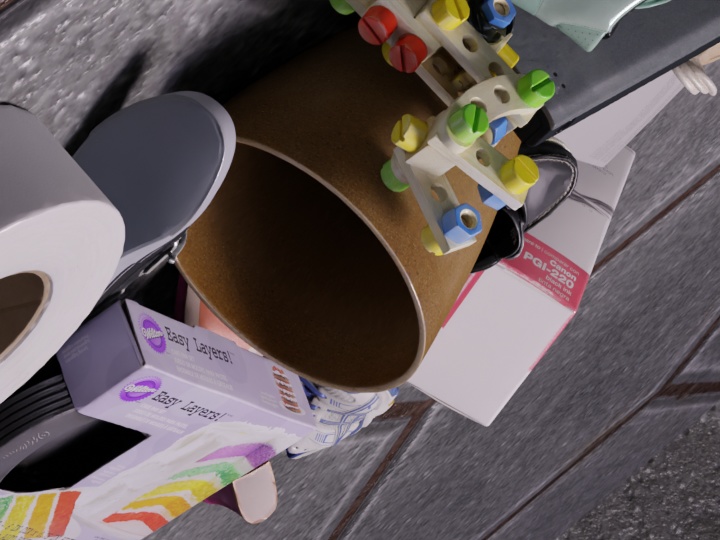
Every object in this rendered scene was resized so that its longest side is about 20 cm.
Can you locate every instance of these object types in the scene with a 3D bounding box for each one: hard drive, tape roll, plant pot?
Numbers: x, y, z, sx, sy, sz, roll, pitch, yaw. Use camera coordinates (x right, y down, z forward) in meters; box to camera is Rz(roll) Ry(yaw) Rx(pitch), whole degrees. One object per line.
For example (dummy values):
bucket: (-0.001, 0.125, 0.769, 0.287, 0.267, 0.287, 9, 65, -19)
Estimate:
hard drive: (0.126, -0.166, 1.422, 0.200, 0.140, 0.033, -30, 170, -41)
tape roll: (-0.216, 0.013, 1.212, 0.202, 0.071, 0.203, -38, 164, -13)
plant pot: (0.012, -0.065, 1.402, 0.200, 0.186, 0.187, -49, 170, -32)

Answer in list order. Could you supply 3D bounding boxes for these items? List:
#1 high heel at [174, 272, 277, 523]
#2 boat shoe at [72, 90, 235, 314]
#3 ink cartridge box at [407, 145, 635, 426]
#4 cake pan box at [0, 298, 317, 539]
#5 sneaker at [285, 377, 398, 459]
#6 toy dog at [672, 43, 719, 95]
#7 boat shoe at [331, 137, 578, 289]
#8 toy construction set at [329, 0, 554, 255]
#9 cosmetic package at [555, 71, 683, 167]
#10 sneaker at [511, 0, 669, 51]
high heel: (-0.105, 0.066, 1.586, 0.067, 0.096, 0.201, -18, 115, -29)
boat shoe: (-0.125, -0.029, 1.317, 0.199, 0.074, 0.068, -50, 169, 32)
ink cartridge box: (0.115, -0.007, 1.785, 0.146, 0.085, 0.200, -56, -173, 42)
cake pan box: (-0.151, 0.100, 1.436, 0.184, 0.052, 0.200, -34, 152, 17)
sneaker: (-0.028, 0.084, 1.596, 0.088, 0.075, 0.200, -39, 165, -6)
toy dog: (0.228, -0.203, 1.622, 0.096, 0.132, 0.200, -36, -174, 15)
boat shoe: (0.070, -0.029, 1.517, 0.199, 0.066, 0.075, -17, 123, -33)
toy construction set: (0.024, -0.119, 1.277, 0.092, 0.200, 0.131, -15, -152, 43)
cosmetic package: (0.149, -0.140, 1.652, 0.108, 0.085, 0.200, -45, 163, 12)
sneaker: (0.153, -0.215, 1.362, 0.201, 0.118, 0.074, -51, -177, -8)
